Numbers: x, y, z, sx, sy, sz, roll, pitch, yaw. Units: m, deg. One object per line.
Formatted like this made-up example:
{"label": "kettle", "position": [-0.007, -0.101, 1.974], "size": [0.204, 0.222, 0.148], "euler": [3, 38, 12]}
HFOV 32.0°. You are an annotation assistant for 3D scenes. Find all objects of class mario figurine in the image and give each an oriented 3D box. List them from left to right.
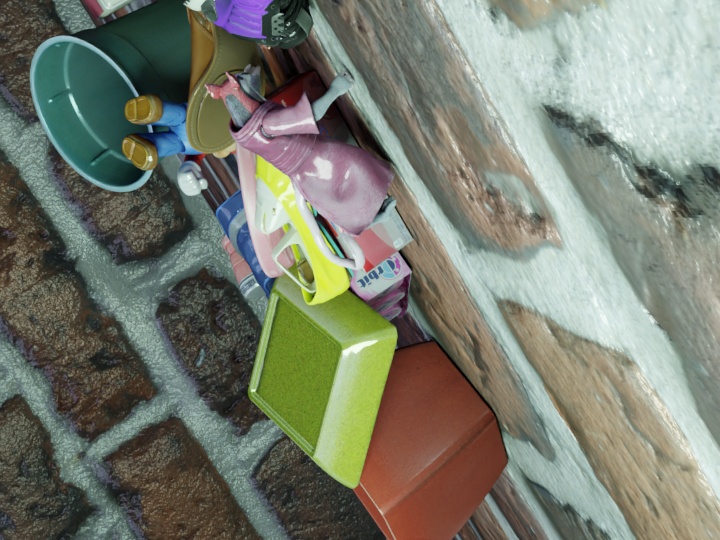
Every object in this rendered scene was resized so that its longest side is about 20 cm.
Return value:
{"label": "mario figurine", "position": [-0.168, -0.164, 1.432], "size": [0.107, 0.199, 0.124], "euler": [54, 128, 18]}

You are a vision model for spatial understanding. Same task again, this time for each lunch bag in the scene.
{"label": "lunch bag", "position": [-0.097, -0.055, 1.584], "size": [0.133, 0.135, 0.200], "euler": [55, 173, 11]}

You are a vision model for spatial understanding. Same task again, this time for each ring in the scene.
{"label": "ring", "position": [-0.122, -0.259, 1.374], "size": [0.202, 0.019, 0.201], "euler": [56, 173, 11]}

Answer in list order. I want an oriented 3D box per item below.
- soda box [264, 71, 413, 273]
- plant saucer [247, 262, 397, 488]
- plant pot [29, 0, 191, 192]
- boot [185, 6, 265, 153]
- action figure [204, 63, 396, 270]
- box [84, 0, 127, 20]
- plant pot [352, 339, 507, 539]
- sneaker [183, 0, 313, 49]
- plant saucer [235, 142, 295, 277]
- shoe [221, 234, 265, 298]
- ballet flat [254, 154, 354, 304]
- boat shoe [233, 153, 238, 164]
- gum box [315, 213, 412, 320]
{"label": "soda box", "position": [-0.028, -0.100, 1.274], "size": [0.201, 0.063, 0.070], "euler": [58, 171, -14]}
{"label": "plant saucer", "position": [-0.057, 0.110, 1.393], "size": [0.199, 0.047, 0.203], "euler": [36, 121, 43]}
{"label": "plant pot", "position": [-0.268, -0.234, 1.549], "size": [0.198, 0.196, 0.202], "euler": [21, 133, 25]}
{"label": "boot", "position": [-0.146, -0.234, 1.245], "size": [0.155, 0.073, 0.202], "euler": [57, 137, 46]}
{"label": "action figure", "position": [-0.066, -0.110, 1.144], "size": [0.199, 0.151, 0.133], "euler": [30, 166, -30]}
{"label": "box", "position": [-0.273, -0.371, 1.446], "size": [0.110, 0.127, 0.200], "euler": [59, 171, -14]}
{"label": "plant pot", "position": [0.063, 0.205, 1.499], "size": [0.200, 0.175, 0.201], "euler": [49, 169, 34]}
{"label": "sneaker", "position": [-0.074, -0.235, 1.054], "size": [0.099, 0.070, 0.200], "euler": [37, 168, -19]}
{"label": "plant saucer", "position": [-0.092, -0.096, 1.367], "size": [0.201, 0.050, 0.204], "euler": [-10, -90, -86]}
{"label": "shoe", "position": [-0.106, -0.023, 1.736], "size": [0.199, 0.071, 0.092], "euler": [-11, -111, -51]}
{"label": "ballet flat", "position": [-0.069, -0.045, 1.266], "size": [0.067, 0.067, 0.201], "euler": [40, 161, 53]}
{"label": "boat shoe", "position": [-0.145, -0.185, 1.596], "size": [0.202, 0.069, 0.072], "euler": [81, 166, -56]}
{"label": "gum box", "position": [0.000, 0.000, 1.464], "size": [0.114, 0.066, 0.200], "euler": [55, 171, 13]}
